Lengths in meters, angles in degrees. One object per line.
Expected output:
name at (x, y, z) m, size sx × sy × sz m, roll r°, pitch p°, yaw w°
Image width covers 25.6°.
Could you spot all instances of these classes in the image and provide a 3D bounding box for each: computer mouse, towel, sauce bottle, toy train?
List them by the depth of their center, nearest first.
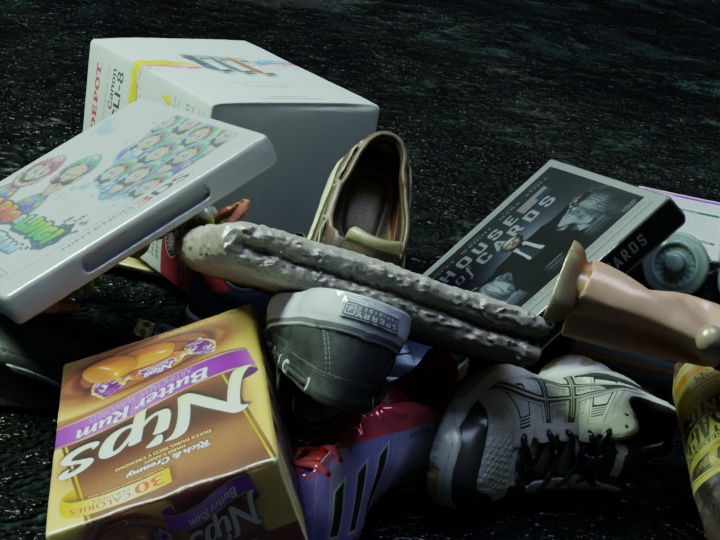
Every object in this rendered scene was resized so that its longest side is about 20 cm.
sauce bottle at (0.220, 0.117, 0.900) m, size 0.066 × 0.066 × 0.200 m, roll 7°, pitch 33°, yaw -4°
towel at (0.000, 0.010, 0.904) m, size 0.200 × 0.034 × 0.133 m, roll 18°, pitch -6°, yaw -16°
computer mouse at (-0.167, 0.047, 0.999) m, size 0.200 × 0.046 × 0.140 m, roll 10°, pitch 21°, yaw 5°
toy train at (0.213, 0.033, 1.099) m, size 0.200 × 0.114 × 0.085 m, roll 12°, pitch -4°, yaw 16°

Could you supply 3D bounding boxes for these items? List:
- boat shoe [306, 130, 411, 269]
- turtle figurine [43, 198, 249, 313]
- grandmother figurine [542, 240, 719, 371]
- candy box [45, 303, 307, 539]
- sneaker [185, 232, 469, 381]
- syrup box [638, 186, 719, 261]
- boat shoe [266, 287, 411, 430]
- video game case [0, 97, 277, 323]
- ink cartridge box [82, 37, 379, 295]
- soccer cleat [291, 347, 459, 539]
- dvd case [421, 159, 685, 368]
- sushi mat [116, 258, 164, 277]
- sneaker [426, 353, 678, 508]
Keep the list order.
boat shoe at (-0.006, -0.002, 1.009) m, size 0.075 × 0.075 × 0.202 m, roll 14°, pitch 60°, yaw -12°
turtle figurine at (-0.184, -0.014, 1.045) m, size 0.200 × 0.064 × 0.161 m, roll -28°, pitch 7°, yaw -36°
grandmother figurine at (0.206, 0.041, 0.901) m, size 0.200 × 0.061 × 0.121 m, roll 21°, pitch 20°, yaw 8°
candy box at (-0.097, 0.092, 0.832) m, size 0.117 × 0.056 × 0.200 m, roll -19°, pitch 23°, yaw -1°
sneaker at (-0.021, 0.024, 1.069) m, size 0.200 × 0.085 × 0.075 m, roll 12°, pitch 20°, yaw 10°
syrup box at (0.241, 0.000, 1.251) m, size 0.081 × 0.079 × 0.200 m, roll 13°, pitch 20°, yaw 12°
boat shoe at (-0.017, 0.052, 0.839) m, size 0.070 × 0.066 × 0.200 m, roll 18°, pitch -8°, yaw -11°
video game case at (-0.170, -0.045, 0.986) m, size 0.182 × 0.024 × 0.200 m, roll -34°, pitch 26°, yaw -19°
ink cartridge box at (-0.107, -0.084, 1.203) m, size 0.145 × 0.145 × 0.200 m, roll -4°, pitch 22°, yaw -34°
soccer cleat at (-0.004, 0.101, 0.874) m, size 0.067 × 0.077 × 0.200 m, roll 19°, pitch 22°, yaw 27°
dvd case at (0.116, -0.008, 1.067) m, size 0.025 × 0.150 × 0.200 m, roll 50°, pitch -4°, yaw -18°
sushi mat at (-0.125, -0.006, 1.213) m, size 0.200 × 0.012 × 0.096 m, roll 13°, pitch 20°, yaw 10°
sneaker at (0.120, 0.097, 0.937) m, size 0.088 × 0.076 × 0.200 m, roll 22°, pitch 24°, yaw 33°
